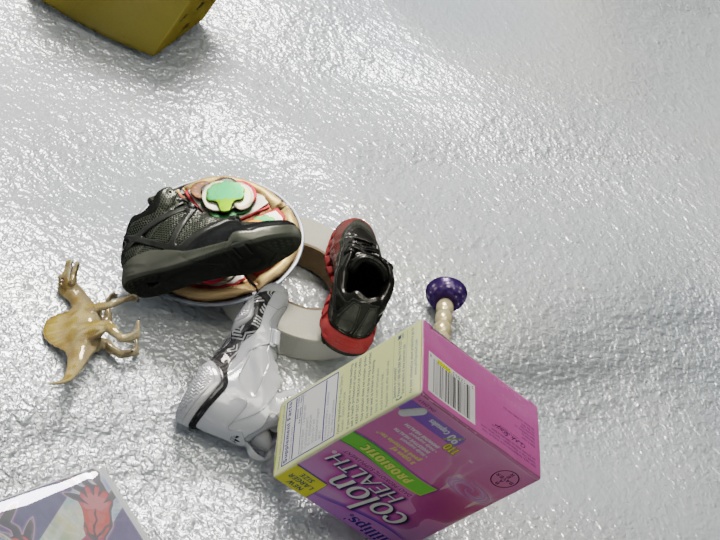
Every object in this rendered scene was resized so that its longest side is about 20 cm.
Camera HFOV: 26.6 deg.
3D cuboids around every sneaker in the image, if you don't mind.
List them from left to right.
[{"bbox_3d":[-0.166,-0.046,1.657,0.199,0.076,0.114,-13,62,7],"label":"sneaker"},{"bbox_3d":[-0.103,0.110,1.619,0.115,0.075,0.200,33,54,1],"label":"sneaker"},{"bbox_3d":[0.000,0.000,1.725,0.071,0.098,0.200,17,41,-12],"label":"sneaker"}]

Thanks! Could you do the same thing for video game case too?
[{"bbox_3d":[-0.267,0.285,1.397,0.182,0.023,0.200,-16,58,-40],"label":"video game case"}]

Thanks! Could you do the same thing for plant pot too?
[{"bbox_3d":[-0.271,-0.402,1.976,0.176,0.200,0.200,42,41,-2],"label":"plant pot"}]

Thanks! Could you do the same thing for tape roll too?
[{"bbox_3d":[-0.072,0.016,1.769,0.203,0.037,0.203,16,43,-15],"label":"tape roll"}]

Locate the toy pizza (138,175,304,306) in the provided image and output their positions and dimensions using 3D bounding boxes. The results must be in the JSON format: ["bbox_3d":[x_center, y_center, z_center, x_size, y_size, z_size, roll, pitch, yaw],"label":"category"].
[{"bbox_3d":[-0.164,-0.041,1.728,0.200,0.032,0.200,0,48,0],"label":"toy pizza"}]

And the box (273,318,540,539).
[{"bbox_3d":[0.046,0.170,1.514,0.176,0.200,0.097,38,36,-30],"label":"box"}]

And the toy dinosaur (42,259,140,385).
[{"bbox_3d":[-0.282,0.070,1.597,0.101,0.058,0.200,0,39,-9],"label":"toy dinosaur"}]

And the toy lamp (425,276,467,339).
[{"bbox_3d":[0.092,0.091,1.773,0.058,0.058,0.200,20,39,-10],"label":"toy lamp"}]
